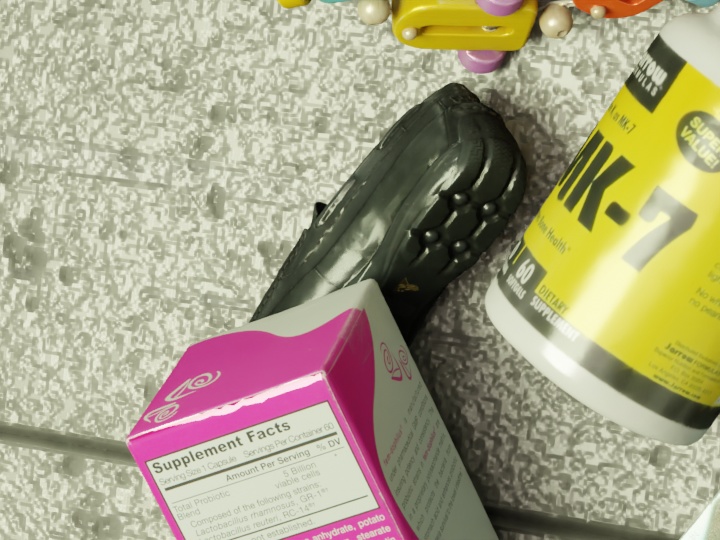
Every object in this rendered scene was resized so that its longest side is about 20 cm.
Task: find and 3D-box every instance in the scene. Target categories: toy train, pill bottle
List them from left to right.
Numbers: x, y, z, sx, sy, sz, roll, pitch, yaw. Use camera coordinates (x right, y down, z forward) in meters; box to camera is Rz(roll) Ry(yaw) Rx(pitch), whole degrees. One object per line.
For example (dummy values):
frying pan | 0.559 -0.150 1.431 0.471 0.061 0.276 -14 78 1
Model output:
toy train | 0.052 -0.147 0.993 0.150 0.200 0.056 -32 52 51
pill bottle | 0.151 -0.036 0.979 0.114 0.114 0.200 37 104 15

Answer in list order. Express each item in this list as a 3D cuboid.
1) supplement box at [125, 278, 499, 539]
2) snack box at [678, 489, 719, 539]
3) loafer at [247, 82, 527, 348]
supplement box | -0.005 0.122 1.018 0.103 0.101 0.200 -18 106 20
snack box | 0.199 0.137 1.009 0.116 0.037 0.200 40 105 14
loafer | 0.000 0.000 1.070 0.201 0.068 0.070 -50 40 23
